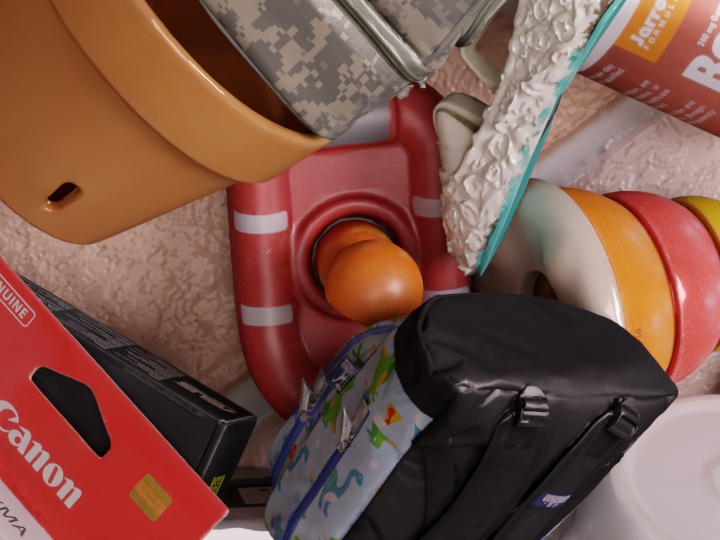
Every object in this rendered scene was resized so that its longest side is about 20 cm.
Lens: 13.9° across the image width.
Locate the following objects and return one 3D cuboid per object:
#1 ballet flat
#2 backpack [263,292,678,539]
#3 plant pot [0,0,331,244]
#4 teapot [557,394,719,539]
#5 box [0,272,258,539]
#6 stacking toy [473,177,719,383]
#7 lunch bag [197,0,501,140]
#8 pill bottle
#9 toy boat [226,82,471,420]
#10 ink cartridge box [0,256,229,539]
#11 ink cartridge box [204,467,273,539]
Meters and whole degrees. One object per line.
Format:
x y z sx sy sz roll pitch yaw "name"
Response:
0.076 -0.089 1.507 0.071 0.072 0.200 15 126 -14 "ballet flat"
0.036 0.100 1.506 0.163 0.154 0.201 2 123 -39 "backpack"
-0.125 -0.107 1.485 0.140 0.200 0.200 -36 111 20 "plant pot"
0.204 0.172 1.592 0.197 0.200 0.147 -30 140 -44 "teapot"
-0.178 0.116 1.560 0.200 0.047 0.194 30 106 20 "box"
0.174 0.008 1.616 0.199 0.146 0.147 -12 111 -25 "stacking toy"
0.013 -0.182 1.455 0.168 0.200 0.139 -37 109 19 "lunch bag"
0.164 -0.142 1.554 0.199 0.112 0.113 22 103 -16 "pill bottle"
0.000 0.000 1.563 0.130 0.131 0.201 -7 109 -7 "toy boat"
-0.193 0.116 1.519 0.200 0.045 0.176 46 110 15 "ink cartridge box"
-0.049 0.190 1.641 0.199 0.083 0.146 -2 108 -10 "ink cartridge box"
